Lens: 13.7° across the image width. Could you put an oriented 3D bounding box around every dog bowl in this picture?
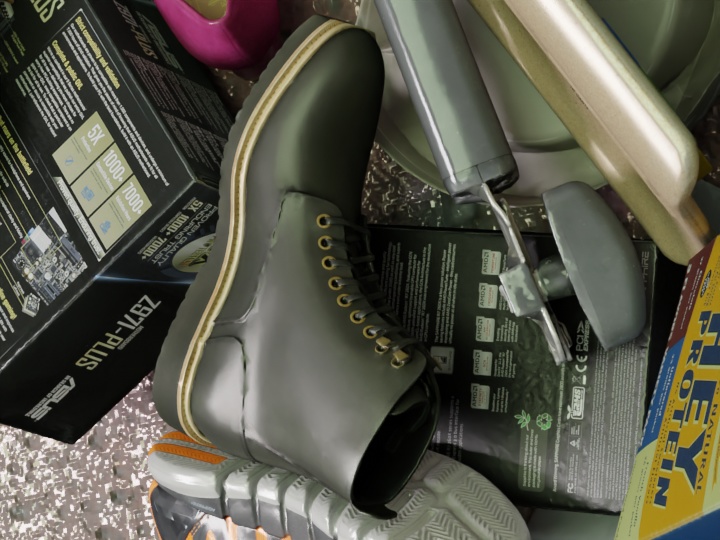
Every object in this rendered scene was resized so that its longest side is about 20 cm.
[{"bbox_3d":[0.085,-0.126,1.362,0.200,0.059,0.200,-1,86,24],"label":"dog bowl"}]

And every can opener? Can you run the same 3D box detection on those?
[{"bbox_3d":[0.065,-0.055,1.304,0.067,0.053,0.200,-21,83,3],"label":"can opener"}]

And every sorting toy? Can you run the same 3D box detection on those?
[{"bbox_3d":[0.088,-0.093,1.221,0.036,0.200,0.185,-37,78,1],"label":"sorting toy"}]

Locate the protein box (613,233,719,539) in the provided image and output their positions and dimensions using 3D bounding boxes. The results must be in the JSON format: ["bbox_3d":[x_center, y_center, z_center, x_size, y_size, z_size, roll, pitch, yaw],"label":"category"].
[{"bbox_3d":[0.225,0.066,1.156,0.198,0.200,0.135,17,77,-4],"label":"protein box"}]

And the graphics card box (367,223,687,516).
[{"bbox_3d":[0.050,0.043,1.368,0.200,0.051,0.126,2,87,30],"label":"graphics card box"}]

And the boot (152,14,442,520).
[{"bbox_3d":[0.000,0.000,1.309,0.138,0.077,0.200,25,102,43],"label":"boot"}]

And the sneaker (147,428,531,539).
[{"bbox_3d":[-0.007,0.139,1.349,0.200,0.078,0.112,14,120,37],"label":"sneaker"}]

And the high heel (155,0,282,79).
[{"bbox_3d":[-0.097,-0.183,1.417,0.067,0.096,0.200,-36,78,1],"label":"high heel"}]

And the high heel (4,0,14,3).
[{"bbox_3d":[-0.214,-0.086,1.369,0.067,0.096,0.200,1,76,35],"label":"high heel"}]

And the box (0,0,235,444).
[{"bbox_3d":[-0.149,-0.047,1.427,0.164,0.086,0.200,-44,56,17],"label":"box"}]

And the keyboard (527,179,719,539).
[{"bbox_3d":[0.132,0.059,1.358,0.056,0.011,0.200,29,99,29],"label":"keyboard"}]
